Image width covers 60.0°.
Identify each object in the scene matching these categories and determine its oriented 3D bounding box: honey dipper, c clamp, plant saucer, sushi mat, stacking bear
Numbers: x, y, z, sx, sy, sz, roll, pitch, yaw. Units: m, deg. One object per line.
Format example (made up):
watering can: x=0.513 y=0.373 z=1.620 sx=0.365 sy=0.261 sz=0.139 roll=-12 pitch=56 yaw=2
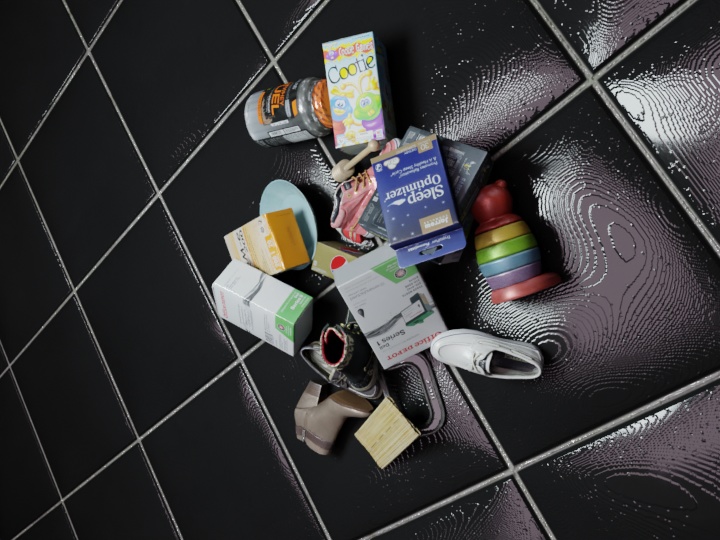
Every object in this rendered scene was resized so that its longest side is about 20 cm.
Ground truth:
honey dipper: x=-0.010 y=-0.217 z=1.219 sx=0.200 sy=0.038 sz=0.038 roll=158 pitch=99 yaw=-68
c clamp: x=0.077 y=0.247 z=1.262 sx=0.171 sy=0.027 sz=0.200 roll=-25 pitch=81 yaw=14
plant saucer: x=-0.147 y=-0.101 z=1.365 sx=0.201 sy=0.039 sz=0.201 roll=21 pitch=120 yaw=43
sushi mat: x=0.051 y=0.330 z=1.260 sx=0.096 sy=0.012 sz=0.200 roll=50 pitch=142 yaw=17
stacking bear: x=0.246 y=-0.053 z=1.074 sx=0.121 sy=0.114 sz=0.200 roll=-21 pitch=86 yaw=33

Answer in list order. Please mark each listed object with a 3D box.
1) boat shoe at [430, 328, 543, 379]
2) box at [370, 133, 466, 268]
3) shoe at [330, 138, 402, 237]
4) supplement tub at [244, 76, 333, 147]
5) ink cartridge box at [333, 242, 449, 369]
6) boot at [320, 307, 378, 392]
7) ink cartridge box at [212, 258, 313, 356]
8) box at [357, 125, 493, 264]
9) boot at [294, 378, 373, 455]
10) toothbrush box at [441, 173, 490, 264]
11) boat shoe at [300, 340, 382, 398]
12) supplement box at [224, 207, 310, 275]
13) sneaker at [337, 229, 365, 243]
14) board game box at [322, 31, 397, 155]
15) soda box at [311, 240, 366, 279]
boat shoe: x=0.222 y=0.156 z=1.108 sx=0.200 sy=0.066 sz=0.072 roll=11 pitch=110 yaw=10
box: x=0.093 y=-0.114 z=1.021 sx=0.121 sy=0.032 sz=0.200 roll=-19 pitch=69 yaw=19
shoe: x=0.011 y=-0.158 z=1.163 sx=0.071 sy=0.091 sz=0.200 roll=-113 pitch=39 yaw=-57
supplement tub: x=-0.133 y=-0.331 z=1.304 sx=0.200 sy=0.122 sz=0.123 roll=-4 pitch=92 yaw=34
ink cartridge box: x=0.060 y=0.062 z=1.153 sx=0.146 sy=0.084 sz=0.200 roll=-27 pitch=113 yaw=5
boot: x=-0.018 y=0.121 z=1.219 sx=0.073 sy=0.154 sz=0.204 roll=-11 pitch=61 yaw=21
ink cartridge box: x=-0.208 y=0.079 z=1.345 sx=0.200 sy=0.084 sz=0.146 roll=27 pitch=148 yaw=11
box: x=0.110 y=-0.131 z=1.065 sx=0.158 sy=0.051 sz=0.200 roll=26 pitch=87 yaw=29
boot: x=-0.063 y=0.329 z=1.349 sx=0.200 sy=0.070 sz=0.146 roll=18 pitch=102 yaw=41
toothbrush box: x=0.138 y=-0.132 z=1.164 sx=0.146 sy=0.086 sz=0.200 roll=27 pitch=110 yaw=29
boat shoe: x=-0.045 y=0.215 z=1.327 sx=0.200 sy=0.065 sz=0.072 roll=31 pitch=107 yaw=25
supplement box: x=-0.209 y=-0.048 z=1.369 sx=0.200 sy=0.073 sz=0.126 roll=-19 pitch=90 yaw=51
sneaker: x=0.032 y=-0.139 z=1.255 sx=0.085 sy=0.077 sz=0.200 roll=38 pitch=116 yaw=3
board game box: x=0.001 y=-0.337 z=1.210 sx=0.103 sy=0.105 sz=0.200 roll=-7 pitch=90 yaw=17
soda box: x=0.000 y=0.000 z=1.278 sx=0.200 sy=0.068 sz=0.064 roll=22 pitch=105 yaw=30
